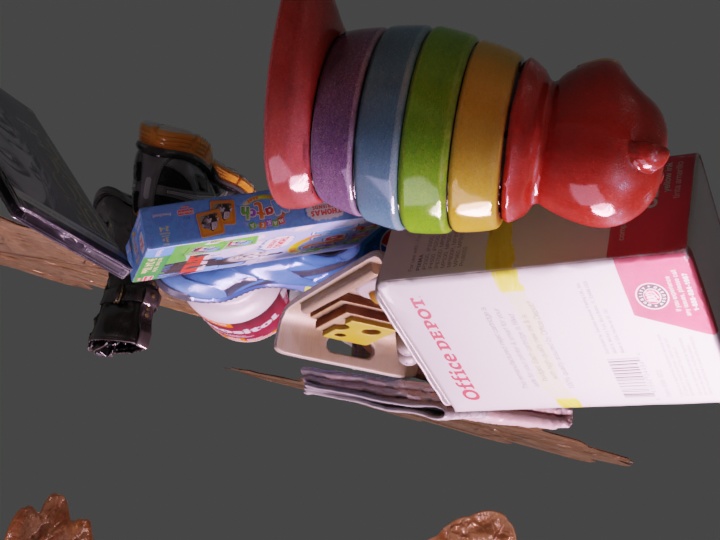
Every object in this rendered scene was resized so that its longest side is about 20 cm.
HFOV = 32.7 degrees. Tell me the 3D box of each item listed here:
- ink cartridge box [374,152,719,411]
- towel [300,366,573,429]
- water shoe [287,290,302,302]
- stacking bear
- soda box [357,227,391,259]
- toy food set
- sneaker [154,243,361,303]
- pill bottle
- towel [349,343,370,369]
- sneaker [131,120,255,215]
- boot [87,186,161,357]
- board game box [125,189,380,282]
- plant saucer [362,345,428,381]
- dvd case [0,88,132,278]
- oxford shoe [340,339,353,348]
[{"bbox_3d":[0.128,0.014,0.779,0.197,0.084,0.146,-6,138,27],"label":"ink cartridge box"},{"bbox_3d":[0.071,0.123,1.169,0.198,0.033,0.189,4,174,45],"label":"towel"},{"bbox_3d":[-0.030,0.004,1.290,0.078,0.073,0.200,-4,173,7],"label":"water shoe"},{"bbox_3d":[0.059,-0.073,0.633,0.197,0.116,0.122,9,168,13],"label":"stacking bear"},{"bbox_3d":[0.043,0.004,1.144,0.067,0.065,0.200,14,169,10],"label":"soda box"},{"bbox_3d":[0.034,0.048,0.976,0.142,0.061,0.199,13,157,-27],"label":"toy food set"},{"bbox_3d":[-0.092,-0.019,1.137,0.197,0.067,0.079,-3,144,-20],"label":"sneaker"},{"bbox_3d":[-0.130,0.006,1.287,0.111,0.115,0.200,15,169,6],"label":"pill bottle"},{"bbox_3d":[0.057,0.076,1.334,0.141,0.023,0.200,8,-163,-3],"label":"towel"},{"bbox_3d":[-0.151,-0.063,1.069,0.077,0.078,0.200,11,170,18],"label":"sneaker"},{"bbox_3d":[-0.255,0.004,1.300,0.069,0.177,0.199,22,168,-31],"label":"boot"},{"bbox_3d":[-0.082,-0.033,0.983,0.197,0.037,0.151,-10,173,-16],"label":"board game box"},{"bbox_3d":[0.095,0.074,1.254,0.197,0.033,0.201,5,-162,-2],"label":"plant saucer"},{"bbox_3d":[-0.266,-0.090,0.970,0.201,0.016,0.149,53,-174,28],"label":"dvd case"},{"bbox_3d":[0.019,0.082,1.429,0.074,0.059,0.200,3,-163,-27],"label":"oxford shoe"}]
